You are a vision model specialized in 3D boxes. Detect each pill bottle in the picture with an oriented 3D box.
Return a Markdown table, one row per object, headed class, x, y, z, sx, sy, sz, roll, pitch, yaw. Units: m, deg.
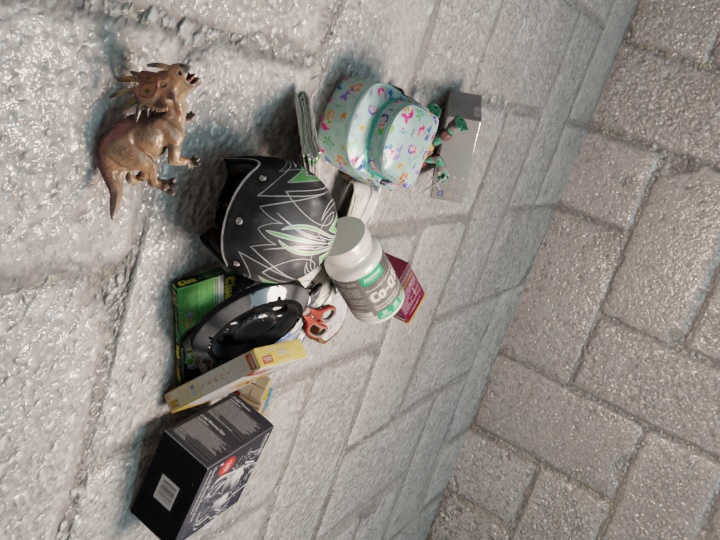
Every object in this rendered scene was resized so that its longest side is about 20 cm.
| class | x | y | z | sx | sy | sz | roll | pitch | yaw |
| --- | --- | --- | --- | --- | --- | --- | --- | --- | --- |
| pill bottle | 0.000 | 0.000 | 1.517 | 0.113 | 0.113 | 0.200 | -54 | 139 | -23 |

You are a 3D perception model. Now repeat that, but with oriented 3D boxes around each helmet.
| class | x | y | z | sx | sy | sz | roll | pitch | yaw |
| --- | --- | --- | --- | --- | --- | --- | --- | --- | --- |
| helmet | -0.130 | -0.073 | 1.186 | 0.200 | 0.191 | 0.200 | -15 | 118 | -32 |

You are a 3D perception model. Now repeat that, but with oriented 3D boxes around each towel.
| class | x | y | z | sx | sy | sz | roll | pitch | yaw |
| --- | --- | --- | --- | --- | --- | --- | --- | --- | --- |
| towel | -0.075 | -0.172 | 1.320 | 0.200 | 0.031 | 0.149 | 83 | -2 | -56 |

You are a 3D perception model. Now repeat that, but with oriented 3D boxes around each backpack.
| class | x | y | z | sx | sy | sz | roll | pitch | yaw |
| --- | --- | --- | --- | --- | --- | --- | --- | --- | --- |
| backpack | 0.028 | -0.239 | 1.419 | 0.200 | 0.150 | 0.178 | 20 | 94 | -47 |

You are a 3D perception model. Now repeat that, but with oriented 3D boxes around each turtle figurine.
| class | x | y | z | sx | sy | sz | roll | pitch | yaw |
| --- | --- | --- | --- | --- | --- | --- | --- | --- | --- |
| turtle figurine | 0.128 | -0.251 | 1.695 | 0.149 | 0.101 | 0.200 | 8 | 137 | -31 |

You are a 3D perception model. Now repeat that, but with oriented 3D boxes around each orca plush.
| class | x | y | z | sx | sy | sz | roll | pitch | yaw |
| --- | --- | --- | --- | --- | --- | --- | --- | --- | --- |
| orca plush | -0.137 | 0.014 | 1.320 | 0.105 | 0.071 | 0.200 | -33 | 156 | 35 |

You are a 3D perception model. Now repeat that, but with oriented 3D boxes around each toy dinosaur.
| class | x | y | z | sx | sy | sz | roll | pitch | yaw |
| --- | --- | --- | --- | --- | --- | --- | --- | --- | --- |
| toy dinosaur | -0.266 | -0.164 | 0.977 | 0.200 | 0.086 | 0.136 | -47 | 145 | 0 |

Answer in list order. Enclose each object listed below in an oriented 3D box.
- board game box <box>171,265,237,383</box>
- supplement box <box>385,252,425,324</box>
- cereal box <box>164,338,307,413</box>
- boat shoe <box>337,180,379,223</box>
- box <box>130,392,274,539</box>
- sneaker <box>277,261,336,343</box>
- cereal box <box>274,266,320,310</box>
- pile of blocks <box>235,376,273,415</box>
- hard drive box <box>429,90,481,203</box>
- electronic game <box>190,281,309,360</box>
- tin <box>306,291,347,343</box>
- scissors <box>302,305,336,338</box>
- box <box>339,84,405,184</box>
| class | x | y | z | sx | sy | sz | roll | pitch | yaw |
| --- | --- | --- | --- | --- | --- | --- | --- | --- | --- |
| board game box | -0.246 | 0.086 | 1.293 | 0.105 | 0.023 | 0.200 | -17 | 133 | -30 |
| supplement box | 0.065 | 0.034 | 1.834 | 0.086 | 0.110 | 0.200 | -60 | 157 | -12 |
| cereal box | -0.204 | 0.172 | 1.338 | 0.200 | 0.040 | 0.144 | -27 | 170 | 26 |
| boat shoe | -0.036 | -0.084 | 1.557 | 0.066 | 0.072 | 0.200 | 15 | 122 | -31 |
| box | -0.269 | 0.339 | 1.395 | 0.182 | 0.104 | 0.200 | -25 | 146 | -58 |
| sneaker | -0.113 | 0.061 | 1.531 | 0.200 | 0.077 | 0.085 | -63 | 153 | -6 |
| cereal box | -0.151 | 0.017 | 1.423 | 0.200 | 0.039 | 0.144 | -52 | 151 | -26 |
| pile of blocks | -0.214 | 0.258 | 1.539 | 0.082 | 0.062 | 0.200 | -51 | 164 | -57 |
| hard drive box | 0.212 | -0.276 | 1.810 | 0.156 | 0.077 | 0.200 | -77 | 176 | -56 |
| electronic game | -0.172 | 0.080 | 1.275 | 0.200 | 0.042 | 0.200 | -26 | 155 | -13 |
| tin | -0.063 | 0.064 | 1.686 | 0.112 | 0.042 | 0.200 | -44 | 150 | -48 |
| scissors | -0.103 | 0.081 | 1.488 | 0.073 | 0.014 | 0.200 | -55 | 151 | 4 |
| box | 0.035 | -0.248 | 1.582 | 0.200 | 0.035 | 0.110 | -60 | 156 | -10 |
